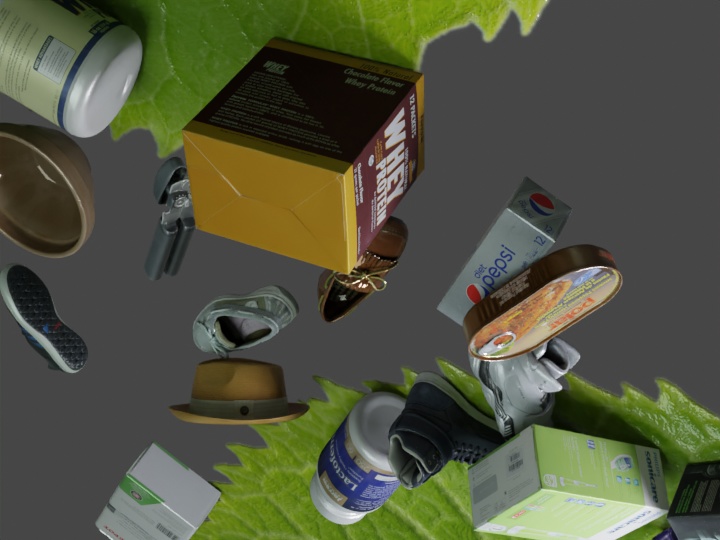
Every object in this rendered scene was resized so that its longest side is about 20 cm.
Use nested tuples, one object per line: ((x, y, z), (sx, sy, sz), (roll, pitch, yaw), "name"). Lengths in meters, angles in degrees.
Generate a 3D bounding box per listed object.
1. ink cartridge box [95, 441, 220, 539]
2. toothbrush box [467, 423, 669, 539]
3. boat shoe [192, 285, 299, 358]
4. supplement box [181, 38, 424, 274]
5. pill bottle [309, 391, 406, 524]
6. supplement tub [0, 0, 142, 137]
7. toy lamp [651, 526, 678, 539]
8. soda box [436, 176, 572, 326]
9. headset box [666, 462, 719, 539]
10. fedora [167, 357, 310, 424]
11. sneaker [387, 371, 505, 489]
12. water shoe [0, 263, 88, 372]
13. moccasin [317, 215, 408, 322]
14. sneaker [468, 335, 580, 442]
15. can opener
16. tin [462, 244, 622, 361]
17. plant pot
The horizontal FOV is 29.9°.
((-0.335, 0.393, 2.217), (0.145, 0.085, 0.200), (37, 138, -1), "ink cartridge box")
((0.252, 0.267, 1.648), (0.198, 0.087, 0.146), (14, 145, -26), "toothbrush box")
((-0.167, 0.076, 1.839), (0.200, 0.065, 0.075), (-16, 117, 42), "boat shoe")
((-0.056, -0.131, 1.480), (0.195, 0.201, 0.134), (16, 134, 21), "supplement box")
((0.006, 0.263, 1.853), (0.115, 0.116, 0.201), (34, 138, 2), "pill bottle")
((-0.377, -0.267, 1.616), (0.198, 0.145, 0.146), (30, 138, 6), "supplement tub")
((0.383, 0.399, 1.767), (0.058, 0.058, 0.201), (27, 136, 10), "toy lamp")
((0.162, -0.012, 1.544), (0.068, 0.064, 0.201), (33, 138, 3), "soda box")
((0.483, 0.318, 1.601), (0.198, 0.093, 0.175), (-14, 119, 41), "headset box")
((-0.168, 0.165, 1.873), (0.198, 0.200, 0.083), (1, 91, 33), "fedora")
((0.125, 0.244, 1.737), (0.201, 0.147, 0.077), (36, 137, -2), "sneaker")
((-0.499, 0.080, 2.059), (0.078, 0.072, 0.201), (-9, 121, 41), "water shoe")
((-0.001, -0.001, 1.641), (0.073, 0.079, 0.201), (22, 142, -22), "moccasin")
((0.217, 0.151, 1.642), (0.114, 0.075, 0.201), (-10, 117, 42), "sneaker")
((-0.252, -0.070, 1.790), (0.067, 0.053, 0.201), (59, 145, 24), "can opener")
((0.202, 0.037, 1.518), (0.199, 0.042, 0.111), (-36, 141, 28), "tin")
((-0.427, -0.125, 1.813), (0.198, 0.093, 0.203), (19, 136, 19), "plant pot")
